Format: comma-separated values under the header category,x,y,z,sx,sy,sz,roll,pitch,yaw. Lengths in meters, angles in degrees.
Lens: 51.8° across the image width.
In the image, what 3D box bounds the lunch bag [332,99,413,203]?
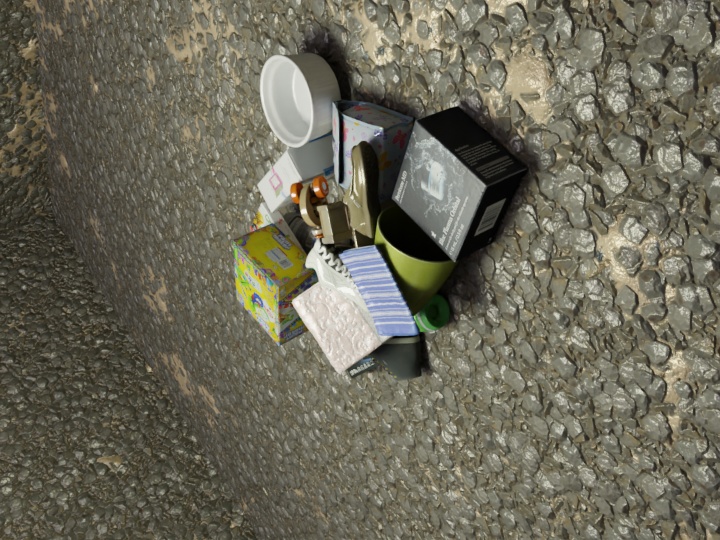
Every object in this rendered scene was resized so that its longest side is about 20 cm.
category,x,y,z,sx,sy,sz,roll,pitch,yaw
lunch bag,0.007,-0.257,1.578,0.199,0.126,0.172,31,131,40

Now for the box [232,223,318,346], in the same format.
category,x,y,z,sx,sy,sz,roll,pitch,yaw
box,-0.205,0.032,1.789,0.200,0.121,0.195,42,143,33

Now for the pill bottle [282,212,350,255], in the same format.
category,x,y,z,sx,sy,sz,roll,pitch,yaw
pill bottle,-0.127,-0.081,1.889,0.199,0.113,0.116,23,129,46

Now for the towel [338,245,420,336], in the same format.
category,x,y,z,sx,sy,sz,roll,pitch,yaw
towel,0.037,0.045,1.502,0.144,0.024,0.202,-7,114,59

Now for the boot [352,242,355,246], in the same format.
category,x,y,z,sx,sy,sz,roll,pitch,yaw
boot,-0.048,0.000,1.791,0.077,0.154,0.201,54,145,16

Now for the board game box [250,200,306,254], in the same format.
category,x,y,z,sx,sy,sz,roll,pitch,yaw
board game box,-0.202,-0.063,1.870,0.202,0.034,0.126,56,147,12

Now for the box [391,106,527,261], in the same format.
category,x,y,z,sx,sy,sz,roll,pitch,yaw
box,0.180,-0.164,1.408,0.200,0.116,0.198,48,143,26

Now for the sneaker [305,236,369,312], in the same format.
category,x,y,z,sx,sy,sz,roll,pitch,yaw
sneaker,-0.039,0.022,1.621,0.200,0.075,0.081,47,112,10

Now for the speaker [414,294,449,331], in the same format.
category,x,y,z,sx,sy,sz,roll,pitch,yaw
speaker,0.114,0.101,1.695,0.199,0.088,0.090,-13,100,56

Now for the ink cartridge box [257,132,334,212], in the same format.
category,x,y,z,sx,sy,sz,roll,pitch,yaw
ink cartridge box,-0.143,-0.233,1.787,0.086,0.143,0.199,61,146,2

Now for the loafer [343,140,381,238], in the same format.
category,x,y,z,sx,sy,sz,roll,pitch,yaw
loafer,-0.001,-0.160,1.492,0.066,0.076,0.204,5,116,22

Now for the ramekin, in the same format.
category,x,y,z,sx,sy,sz,roll,pitch,yaw
ramekin,-0.131,-0.387,1.662,0.199,0.097,0.204,31,132,41

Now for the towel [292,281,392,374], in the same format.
category,x,y,z,sx,sy,sz,roll,pitch,yaw
towel,-0.030,0.103,1.674,0.190,0.032,0.202,-34,89,14

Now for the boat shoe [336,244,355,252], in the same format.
category,x,y,z,sx,sy,sz,roll,pitch,yaw
boat shoe,0.000,0.000,1.705,0.074,0.197,0.075,-91,22,-56

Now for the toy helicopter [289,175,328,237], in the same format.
category,x,y,z,sx,sy,sz,roll,pitch,yaw
toy helicopter,-0.082,-0.127,1.701,0.078,0.199,0.135,-11,77,24

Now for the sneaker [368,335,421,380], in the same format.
category,x,y,z,sx,sy,sz,roll,pitch,yaw
sneaker,0.049,0.213,1.777,0.196,0.075,0.108,-5,94,19

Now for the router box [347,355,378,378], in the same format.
category,x,y,z,sx,sy,sz,roll,pitch,yaw
router box,0.007,0.181,1.915,0.152,0.062,0.200,63,147,6

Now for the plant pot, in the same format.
category,x,y,z,sx,sy,sz,roll,pitch,yaw
plant pot,0.099,0.000,1.537,0.187,0.185,0.202,43,134,29

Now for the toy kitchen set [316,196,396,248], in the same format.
category,x,y,z,sx,sy,sz,roll,pitch,yaw
toy kitchen set,-0.025,-0.078,1.655,0.179,0.198,0.166,-1,103,54
